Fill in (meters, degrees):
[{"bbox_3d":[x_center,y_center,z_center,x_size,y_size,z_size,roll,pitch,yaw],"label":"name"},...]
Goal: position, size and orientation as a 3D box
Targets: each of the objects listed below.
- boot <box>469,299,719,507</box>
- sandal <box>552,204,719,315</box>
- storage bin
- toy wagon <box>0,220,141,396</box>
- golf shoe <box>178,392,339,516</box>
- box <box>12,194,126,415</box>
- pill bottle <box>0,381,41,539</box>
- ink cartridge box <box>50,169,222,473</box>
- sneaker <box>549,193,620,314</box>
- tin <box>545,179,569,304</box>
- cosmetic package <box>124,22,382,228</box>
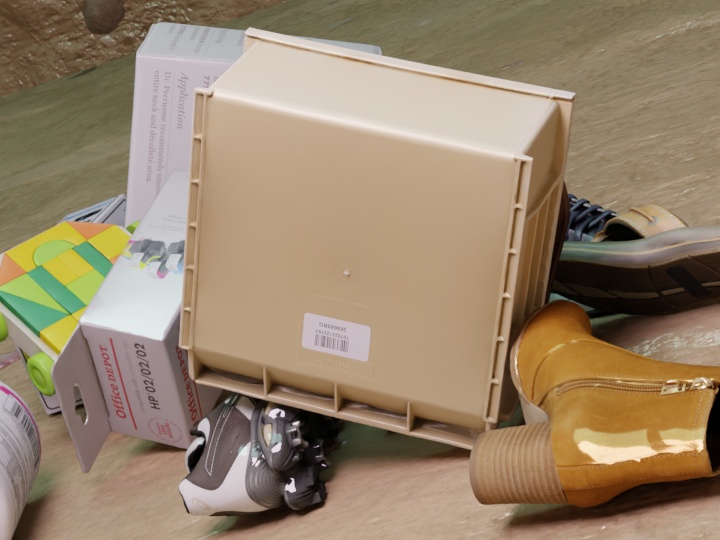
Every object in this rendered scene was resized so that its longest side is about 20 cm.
[{"bbox_3d":[0.151,0.068,1.133,0.144,0.071,0.201,-9,22,23],"label":"boot"},{"bbox_3d":[0.191,-0.014,1.300,0.200,0.080,0.054,-8,58,32],"label":"sandal"},{"bbox_3d":[0.006,-0.016,1.217,0.200,0.199,0.094,13,28,13],"label":"storage bin"},{"bbox_3d":[-0.184,0.036,1.556,0.155,0.040,0.200,-31,53,-31],"label":"toy wagon"},{"bbox_3d":[-0.067,0.094,1.319,0.094,0.078,0.200,-20,14,12],"label":"golf shoe"},{"bbox_3d":[-0.226,0.024,1.725,0.060,0.117,0.200,-18,16,16],"label":"box"},{"bbox_3d":[-0.278,0.147,1.368,0.113,0.113,0.200,-21,14,6],"label":"pill bottle"},{"bbox_3d":[-0.132,0.040,1.447,0.068,0.115,0.200,11,48,20],"label":"ink cartridge box"},{"bbox_3d":[0.125,-0.047,1.406,0.202,0.146,0.077,-5,21,46],"label":"sneaker"},{"bbox_3d":[0.067,-0.016,1.306,0.112,0.200,0.042,36,51,25],"label":"tin"},{"bbox_3d":[-0.089,-0.107,1.756,0.200,0.167,0.166,6,15,-2],"label":"cosmetic package"}]
